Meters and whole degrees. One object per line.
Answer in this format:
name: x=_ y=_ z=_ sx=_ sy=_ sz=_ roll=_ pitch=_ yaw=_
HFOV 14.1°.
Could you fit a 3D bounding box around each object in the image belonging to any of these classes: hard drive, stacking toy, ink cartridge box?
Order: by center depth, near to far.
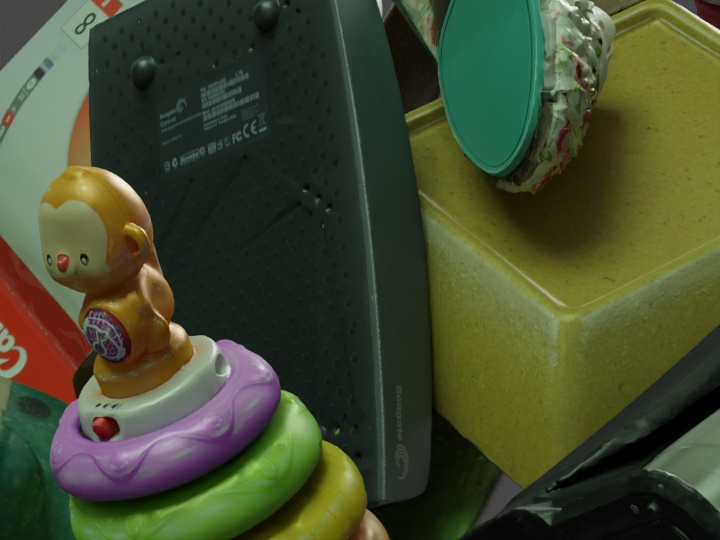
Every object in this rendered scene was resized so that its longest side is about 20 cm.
stacking toy: x=-0.046 y=0.060 z=0.833 sx=0.116 sy=0.201 sz=0.110 roll=4 pitch=34 yaw=47
hard drive: x=-0.034 y=-0.005 z=0.997 sx=0.042 sy=0.202 sz=0.134 roll=9 pitch=-21 yaw=-45
ink cartridge box: x=-0.128 y=-0.023 z=1.184 sx=0.200 sy=0.050 sz=0.162 roll=-43 pitch=38 yaw=-3

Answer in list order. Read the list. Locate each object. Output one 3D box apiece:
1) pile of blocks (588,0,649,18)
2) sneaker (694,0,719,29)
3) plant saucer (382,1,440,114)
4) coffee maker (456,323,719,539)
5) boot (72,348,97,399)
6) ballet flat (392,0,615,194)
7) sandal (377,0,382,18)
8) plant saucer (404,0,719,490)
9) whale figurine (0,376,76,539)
pile of blocks: x=0.078 y=-0.107 z=1.163 sx=0.082 sy=0.062 sz=0.200 roll=-28 pitch=-8 yaw=-1
sneaker: x=0.231 y=-0.168 z=1.255 sx=0.199 sy=0.075 sz=0.081 roll=-25 pitch=22 yaw=-7
plant saucer: x=0.025 y=-0.097 z=1.226 sx=0.201 sy=0.036 sz=0.200 roll=-61 pitch=1 yaw=2
coffee maker: x=0.123 y=0.053 z=0.776 sx=0.200 sy=0.135 sz=0.191 roll=-36 pitch=25 yaw=-31
boot: x=0.000 y=0.000 z=1.113 sx=0.199 sy=0.071 sz=0.146 roll=-11 pitch=22 yaw=16
ballet flat: x=0.053 y=-0.094 z=1.018 sx=0.064 sy=0.076 sz=0.201 roll=13 pitch=33 yaw=-27
sandal: x=-0.059 y=-0.068 z=1.308 sx=0.059 sy=0.079 sz=0.207 roll=-29 pitch=17 yaw=51
plant saucer: x=0.091 y=-0.024 z=1.007 sx=0.199 sy=0.049 sz=0.200 roll=-26 pitch=39 yaw=-21
whale figurine: x=-0.116 y=0.119 z=0.889 sx=0.103 sy=0.160 sz=0.200 roll=17 pitch=26 yaw=-9
